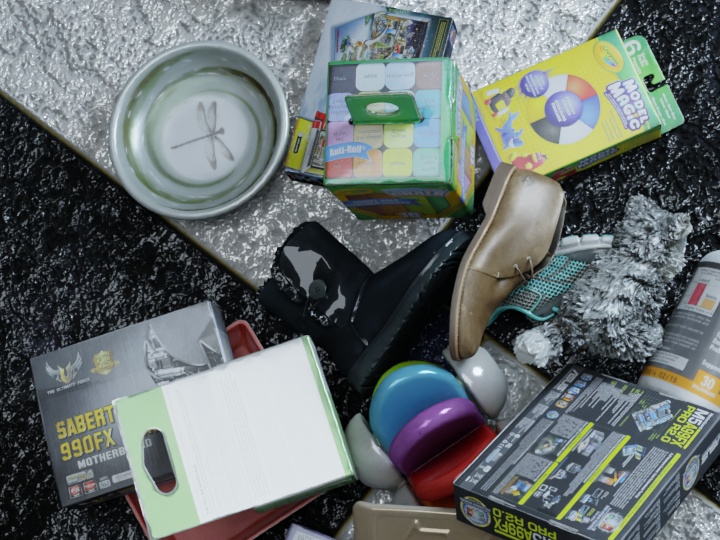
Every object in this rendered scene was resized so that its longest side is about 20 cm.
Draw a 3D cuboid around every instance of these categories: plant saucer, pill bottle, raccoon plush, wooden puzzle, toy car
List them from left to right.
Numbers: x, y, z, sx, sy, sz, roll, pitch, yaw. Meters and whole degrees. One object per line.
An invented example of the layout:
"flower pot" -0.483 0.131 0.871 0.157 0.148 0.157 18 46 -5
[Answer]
"plant saucer" -0.169 -0.145 1.491 0.200 0.050 0.200 -3 76 10
"plant saucer" -0.148 0.185 1.419 0.200 0.037 0.200 -33 73 1
"toy car" 0.080 0.169 1.317 0.175 0.150 0.200 -35 73 2
"wooden puzzle" 0.094 0.296 1.258 0.200 0.046 0.185 3 107 19
"raccoon plush" 0.229 0.011 1.249 0.097 0.200 0.134 24 116 26
"pill bottle" 0.353 0.052 1.308 0.116 0.116 0.200 27 84 16

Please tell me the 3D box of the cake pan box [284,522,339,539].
"cake pan box" -0.015 0.363 1.344 0.200 0.052 0.184 18 79 14

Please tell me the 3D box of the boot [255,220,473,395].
"boot" 0.000 0.000 1.387 0.168 0.076 0.200 43 108 22

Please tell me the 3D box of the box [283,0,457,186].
"box" 0.011 -0.180 1.469 0.136 0.038 0.200 13 80 13

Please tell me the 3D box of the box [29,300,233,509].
"box" -0.218 0.136 1.400 0.200 0.048 0.159 -17 75 7

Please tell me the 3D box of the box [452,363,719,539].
"box" 0.201 0.171 1.215 0.160 0.044 0.200 17 40 34

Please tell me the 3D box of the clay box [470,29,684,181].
"clay box" 0.217 -0.163 1.420 0.200 0.048 0.115 -24 74 6

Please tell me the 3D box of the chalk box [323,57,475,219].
"chalk box" 0.037 -0.127 1.326 0.124 0.200 0.124 0 81 13

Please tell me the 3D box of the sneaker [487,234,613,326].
"sneaker" 0.192 0.014 1.378 0.200 0.078 0.091 -6 84 18

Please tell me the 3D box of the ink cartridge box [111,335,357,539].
"ink cartridge box" -0.119 0.162 1.325 0.200 0.048 0.146 -19 74 -1

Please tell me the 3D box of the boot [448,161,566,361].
"boot" 0.138 -0.003 1.318 0.075 0.074 0.200 18 78 15
